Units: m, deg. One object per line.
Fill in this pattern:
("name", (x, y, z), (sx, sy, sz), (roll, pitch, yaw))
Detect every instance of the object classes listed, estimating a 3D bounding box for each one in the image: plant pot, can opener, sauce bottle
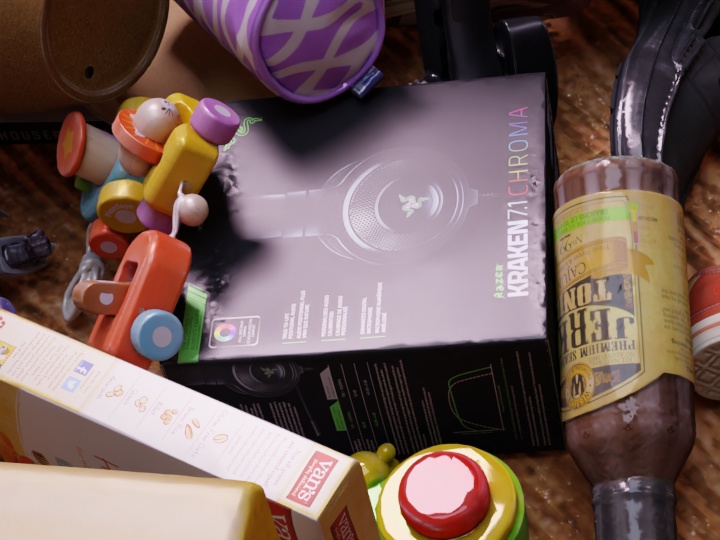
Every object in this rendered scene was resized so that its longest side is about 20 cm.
("plant pot", (-0.203, -0.160, 1.071), (0.199, 0.187, 0.187), (19, 57, 35))
("plant pot", (-0.072, -0.146, 1.132), (0.198, 0.028, 0.201), (-15, 47, 16))
("can opener", (0.050, -0.147, 1.050), (0.078, 0.202, 0.063), (-31, 34, -25))
("sauce bottle", (0.124, 0.048, 0.929), (0.064, 0.065, 0.202), (-5, 68, 8))

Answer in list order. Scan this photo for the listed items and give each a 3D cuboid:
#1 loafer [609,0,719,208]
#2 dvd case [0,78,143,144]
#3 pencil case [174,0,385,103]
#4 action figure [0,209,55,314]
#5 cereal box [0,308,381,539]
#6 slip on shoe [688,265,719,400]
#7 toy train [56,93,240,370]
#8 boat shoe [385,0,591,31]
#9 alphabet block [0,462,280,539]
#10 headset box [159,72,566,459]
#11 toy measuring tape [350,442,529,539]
("loafer", (0.176, -0.101, 1.064), (0.070, 0.068, 0.202), (0, 47, 23))
("dvd case", (-0.152, -0.137, 1.196), (0.198, 0.025, 0.151), (0, 51, 13))
("pencil case", (-0.060, -0.162, 1.056), (0.086, 0.084, 0.200), (-48, 44, 1))
("action figure", (-0.212, -0.007, 1.040), (0.069, 0.129, 0.201), (-47, 44, 27))
("cereal box", (-0.079, 0.103, 0.903), (0.199, 0.145, 0.040), (21, 57, 28))
("slip on shoe", (0.245, 0.007, 0.961), (0.198, 0.074, 0.062), (-14, 46, 7))
("toy train", (-0.123, -0.022, 0.987), (0.151, 0.055, 0.200), (-67, 22, -1))
("boat shoe", (0.042, -0.161, 1.146), (0.199, 0.072, 0.073), (-3, 61, 39))
("alphabet block", (-0.134, 0.203, 0.799), (0.198, 0.197, 0.197), (4, 53, 15))
("headset box", (0.000, 0.000, 1.004), (0.198, 0.093, 0.175), (-4, 50, 10))
("toy measuring tape", (0.069, 0.133, 0.896), (0.073, 0.074, 0.199), (-41, 54, -21))
